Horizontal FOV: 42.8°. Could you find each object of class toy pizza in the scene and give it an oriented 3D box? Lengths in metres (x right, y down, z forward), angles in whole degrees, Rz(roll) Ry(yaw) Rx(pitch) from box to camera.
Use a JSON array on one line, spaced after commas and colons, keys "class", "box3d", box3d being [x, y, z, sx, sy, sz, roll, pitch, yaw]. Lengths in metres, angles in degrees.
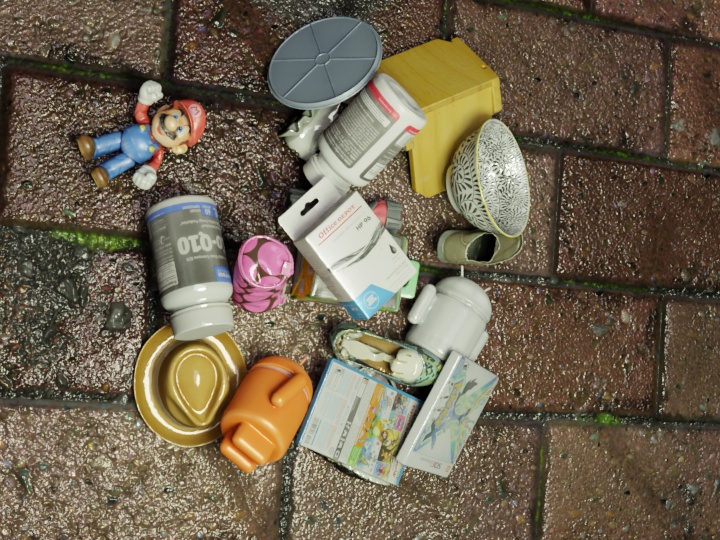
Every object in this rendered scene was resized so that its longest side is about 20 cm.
[{"class": "toy pizza", "box3d": [-0.057, -0.334, 1.500, 0.201, 0.199, 0.032, -48, 145, -14]}]

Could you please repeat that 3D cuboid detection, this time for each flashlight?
[{"class": "flashlight", "box3d": [-0.029, -0.100, 1.549, 0.196, 0.068, 0.069, 10, 80, -14]}]

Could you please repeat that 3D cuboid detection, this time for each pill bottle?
[{"class": "pill bottle", "box3d": [-0.258, -0.003, 1.409, 0.112, 0.114, 0.204, -9, 77, -20]}, {"class": "pill bottle", "box3d": [0.002, -0.207, 1.471, 0.110, 0.111, 0.200, 41, 109, -14]}]

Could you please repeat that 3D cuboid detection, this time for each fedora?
[{"class": "fedora", "box3d": [-0.260, 0.178, 1.442, 0.197, 0.082, 0.205, 0, 89, -20]}]

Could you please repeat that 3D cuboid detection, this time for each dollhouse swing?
[{"class": "dollhouse swing", "box3d": [0.128, -0.268, 1.624, 0.198, 0.177, 0.183, -25, 56, -18]}]

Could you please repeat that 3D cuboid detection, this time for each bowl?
[{"class": "bowl", "box3d": [0.207, -0.150, 1.576, 0.199, 0.093, 0.205, 19, 67, -52]}]

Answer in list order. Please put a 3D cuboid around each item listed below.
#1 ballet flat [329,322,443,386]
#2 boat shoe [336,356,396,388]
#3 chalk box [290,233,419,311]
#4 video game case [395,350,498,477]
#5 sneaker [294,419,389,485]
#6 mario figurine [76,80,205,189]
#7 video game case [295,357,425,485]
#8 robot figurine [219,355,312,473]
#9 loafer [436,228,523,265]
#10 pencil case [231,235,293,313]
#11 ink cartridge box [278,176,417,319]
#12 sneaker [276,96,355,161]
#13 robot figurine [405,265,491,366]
[{"class": "ballet flat", "box3d": [0.039, 0.143, 1.494, 0.197, 0.074, 0.076, 17, 83, 4]}, {"class": "boat shoe", "box3d": [0.026, 0.195, 1.558, 0.074, 0.065, 0.204, -29, 99, -18]}, {"class": "chalk box", "box3d": [0.000, 0.000, 1.524, 0.197, 0.123, 0.127, 11, 84, -21]}, {"class": "video game case", "box3d": [0.151, 0.247, 1.556, 0.182, 0.022, 0.202, 32, 85, -56]}, {"class": "sneaker", "box3d": [-0.017, 0.290, 1.537, 0.199, 0.077, 0.086, 38, 71, -16]}, {"class": "mario figurine", "box3d": [-0.330, -0.208, 1.412, 0.198, 0.106, 0.125, -27, 132, -11]}, {"class": "video game case", "box3d": [0.005, 0.247, 1.492, 0.198, 0.018, 0.145, 28, 78, -25]}, {"class": "robot figurine", "box3d": [-0.143, 0.216, 1.436, 0.115, 0.146, 0.201, 13, 43, 14]}, {"class": "loafer", "box3d": [0.222, -0.037, 1.610, 0.198, 0.069, 0.077, -10, 110, -38]}, {"class": "pencil case", "box3d": [-0.151, 0.009, 1.426, 0.093, 0.200, 0.092, 28, 75, -2]}, {"class": "ink cartridge box", "box3d": [-0.020, -0.038, 1.415, 0.116, 0.068, 0.201, -43, 102, -18]}, {"class": "sneaker", "box3d": [-0.045, -0.265, 1.546, 0.200, 0.074, 0.089, -47, 113, -9]}, {"class": "robot figurine", "box3d": [0.152, 0.096, 1.582, 0.169, 0.112, 0.202, 38, 76, -32]}]
